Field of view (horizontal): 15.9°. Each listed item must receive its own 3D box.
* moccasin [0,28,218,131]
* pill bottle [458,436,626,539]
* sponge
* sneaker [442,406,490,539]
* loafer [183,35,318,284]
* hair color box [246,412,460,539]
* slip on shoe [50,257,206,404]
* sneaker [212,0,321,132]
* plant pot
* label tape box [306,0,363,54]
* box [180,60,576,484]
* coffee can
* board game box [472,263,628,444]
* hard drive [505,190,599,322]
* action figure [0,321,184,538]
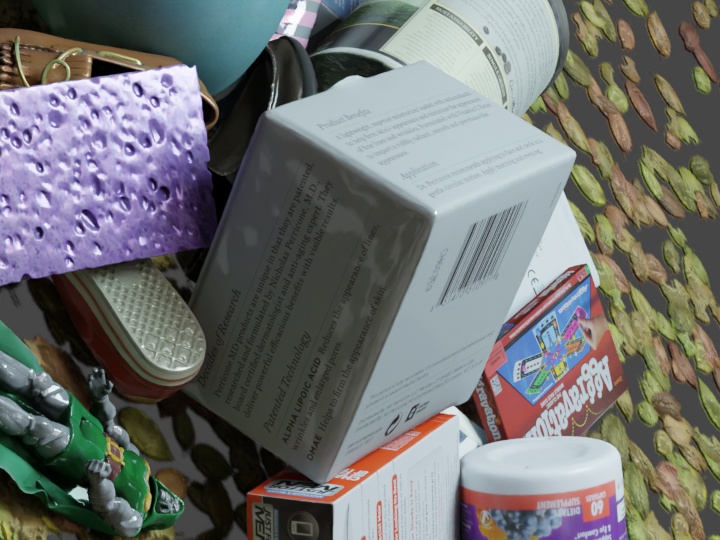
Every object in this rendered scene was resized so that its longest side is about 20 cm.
[{"bbox_3d":[-0.181,-0.102,1.561,0.200,0.074,0.078,8,12,-34],"label":"moccasin"},{"bbox_3d":[0.126,0.220,1.726,0.111,0.111,0.201,-21,108,-62],"label":"pill bottle"},{"bbox_3d":[-0.176,-0.054,1.504,0.199,0.030,0.112,-11,95,-37],"label":"sponge"},{"bbox_3d":[0.034,0.130,1.755,0.200,0.075,0.085,33,46,-34],"label":"sneaker"},{"bbox_3d":[-0.076,-0.071,1.715,0.071,0.073,0.201,14,64,-17],"label":"loafer"},{"bbox_3d":[-0.001,0.166,1.625,0.200,0.064,0.112,-28,120,-64],"label":"hair color box"},{"bbox_3d":[-0.164,-0.003,1.571,0.074,0.061,0.200,-18,65,-37],"label":"slip on shoe"},{"bbox_3d":[-0.062,-0.176,1.843,0.200,0.070,0.082,-58,137,-27],"label":"sneaker"},{"bbox_3d":[-0.128,-0.191,1.698,0.201,0.199,0.135,-84,172,-48],"label":"plant pot"},{"bbox_3d":[-0.068,-0.255,1.956,0.200,0.063,0.145,38,36,-34],"label":"label tape box"},{"bbox_3d":[0.007,-0.004,1.602,0.130,0.201,0.199,32,27,20],"label":"box"},{"bbox_3d":[0.046,-0.138,1.851,0.147,0.146,0.200,54,41,-12],"label":"coffee can"},{"bbox_3d":[0.136,0.076,1.854,0.200,0.019,0.103,-37,112,-57],"label":"board game box"},{"bbox_3d":[0.082,-0.004,1.894,0.200,0.027,0.132,-31,104,-36],"label":"hard drive"},{"bbox_3d":[-0.165,0.097,1.470,0.200,0.054,0.119,46,30,-45],"label":"action figure"}]
